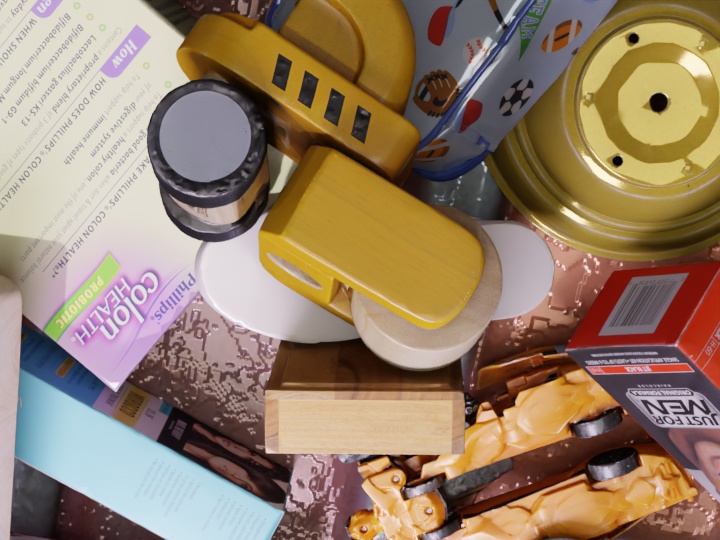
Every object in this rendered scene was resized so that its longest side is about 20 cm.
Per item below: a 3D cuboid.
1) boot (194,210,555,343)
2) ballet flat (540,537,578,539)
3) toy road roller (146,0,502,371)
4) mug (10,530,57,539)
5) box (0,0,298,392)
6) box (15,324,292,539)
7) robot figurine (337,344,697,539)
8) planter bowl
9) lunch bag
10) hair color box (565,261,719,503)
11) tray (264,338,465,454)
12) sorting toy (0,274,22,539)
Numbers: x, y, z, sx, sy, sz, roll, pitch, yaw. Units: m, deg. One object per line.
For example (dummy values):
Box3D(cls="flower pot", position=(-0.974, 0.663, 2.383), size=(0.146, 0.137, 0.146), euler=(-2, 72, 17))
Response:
Box3D(cls="boot", position=(0.000, 0.000, 1.048), size=(0.199, 0.090, 0.073), euler=(3, 94, -17))
Box3D(cls="ballet flat", position=(0.166, 0.228, 1.096), size=(0.074, 0.074, 0.200), euler=(-45, 114, 9))
Box3D(cls="toy road roller", position=(-0.002, -0.058, 0.928), size=(0.199, 0.123, 0.146), euler=(33, 81, 3))
Box3D(cls="mug", position=(-0.141, 0.246, 1.109), size=(0.199, 0.133, 0.179), euler=(14, 99, 2))
Box3D(cls="box", position=(-0.150, -0.070, 1.063), size=(0.200, 0.097, 0.176), euler=(40, 99, -5))
Box3D(cls="box", position=(-0.138, 0.100, 1.102), size=(0.199, 0.082, 0.049), euler=(29, 100, -4))
Box3D(cls="robot figurine", position=(0.086, 0.117, 1.110), size=(0.199, 0.058, 0.146), euler=(-19, 99, 5))
Box3D(cls="planter bowl", position=(0.161, -0.097, 1.054), size=(0.199, 0.083, 0.202), euler=(0, 100, 1))
Box3D(cls="lunch bag", position=(0.050, -0.163, 1.027), size=(0.200, 0.075, 0.160), euler=(-51, 58, 8))
Box3D(cls="hair color box", position=(0.217, 0.083, 1.049), size=(0.200, 0.101, 0.061), euler=(43, 68, -20))
Box3D(cls="tray", position=(0.005, 0.052, 1.027), size=(0.098, 0.200, 0.037), euler=(0, 103, 2))
Box3D(cls="sorting toy", position=(-0.274, 0.075, 1.037), size=(0.199, 0.069, 0.200), euler=(24, 115, 40))
